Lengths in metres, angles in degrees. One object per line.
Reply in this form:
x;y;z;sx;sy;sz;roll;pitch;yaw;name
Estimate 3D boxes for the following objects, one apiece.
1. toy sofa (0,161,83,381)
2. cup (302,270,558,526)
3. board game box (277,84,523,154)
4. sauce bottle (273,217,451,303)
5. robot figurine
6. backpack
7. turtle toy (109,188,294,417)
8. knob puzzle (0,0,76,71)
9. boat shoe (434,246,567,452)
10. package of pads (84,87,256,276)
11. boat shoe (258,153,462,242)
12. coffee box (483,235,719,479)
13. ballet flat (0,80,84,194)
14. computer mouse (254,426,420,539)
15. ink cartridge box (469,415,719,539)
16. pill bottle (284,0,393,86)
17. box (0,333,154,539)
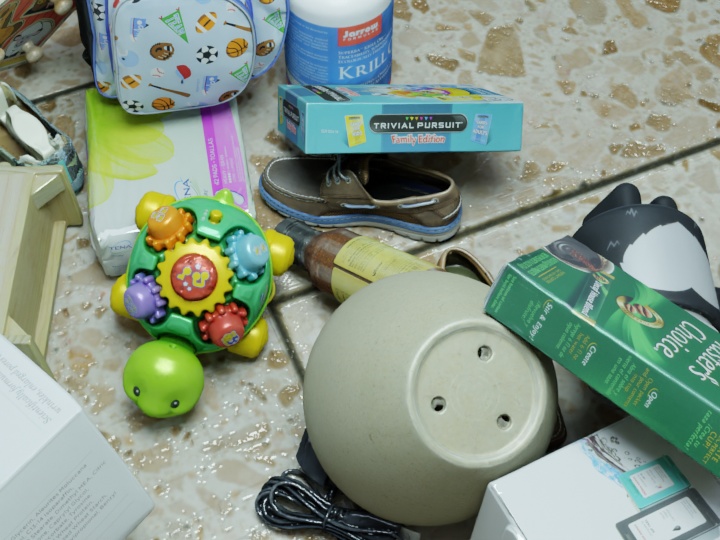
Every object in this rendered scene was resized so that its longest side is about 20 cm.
-0.312;0.006;1.043;0.097;0.083;0.201;-3;55;3;toy sofa
0.065;0.091;0.866;0.198;0.143;0.202;1;82;-11;cup
0.032;-0.144;1.097;0.198;0.047;0.151;-2;15;-14;board game box
0.000;0.000;1.030;0.066;0.066;0.199;-41;45;-24;sauce bottle
0.241;0.024;1.001;0.149;0.125;0.201;-7;54;11;robot figurine
-0.160;-0.243;1.080;0.189;0.201;0.155;-14;59;-17;backpack
-0.144;0.027;0.998;0.145;0.101;0.202;17;91;-3;turtle toy
-0.313;-0.241;1.130;0.219;0.220;0.031;-41;93;-24;knob puzzle
0.109;0.065;1.005;0.075;0.074;0.201;-22;58;-14;boat shoe
-0.185;-0.096;1.122;0.153;0.068;0.201;-9;55;-7;package of pads
0.000;-0.085;1.110;0.198;0.073;0.073;8;56;6;boat shoe
0.195;0.053;0.817;0.199;0.044;0.123;37;28;21;coffee box
-0.343;-0.148;1.160;0.200;0.074;0.074;37;63;23;ballet flat
0.008;0.131;0.972;0.137;0.053;0.201;17;57;12;computer mouse
0.199;0.206;0.853;0.199;0.147;0.147;-21;58;-19;ink cartridge box
-0.022;-0.254;1.150;0.111;0.201;0.113;0;55;0;pill bottle
-0.297;0.160;0.858;0.200;0.131;0.198;-44;49;-19;box
